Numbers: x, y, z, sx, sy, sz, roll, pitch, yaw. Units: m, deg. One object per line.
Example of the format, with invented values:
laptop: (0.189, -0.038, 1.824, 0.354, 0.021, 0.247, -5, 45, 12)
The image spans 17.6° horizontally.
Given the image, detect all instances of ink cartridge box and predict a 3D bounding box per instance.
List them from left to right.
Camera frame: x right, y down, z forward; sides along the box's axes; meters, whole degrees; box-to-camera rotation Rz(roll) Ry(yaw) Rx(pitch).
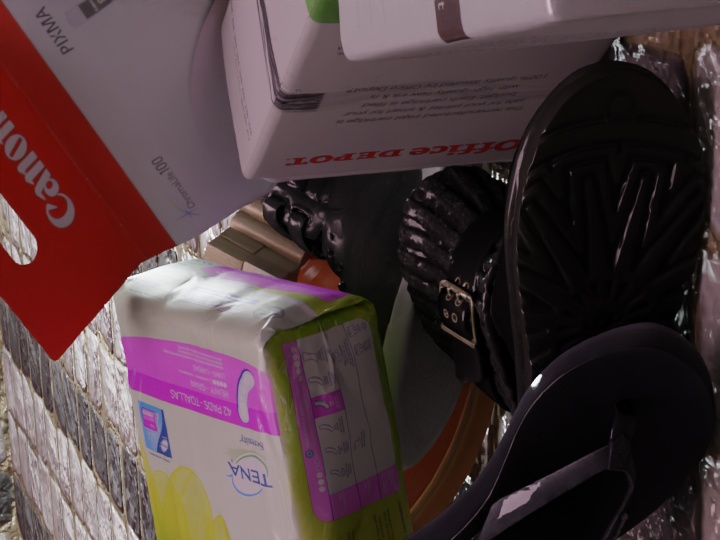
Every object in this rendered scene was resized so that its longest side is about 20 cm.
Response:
ink cartridge box: (-0.105, -0.079, 1.062, 0.057, 0.200, 0.163, 9, 144, 43)
ink cartridge box: (0.030, -0.119, 0.983, 0.200, 0.145, 0.084, 121, 141, -64)

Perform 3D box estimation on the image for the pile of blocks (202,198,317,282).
pile of blocks: (-0.014, -0.049, 1.237, 0.201, 0.062, 0.082, -61, -18, -3)

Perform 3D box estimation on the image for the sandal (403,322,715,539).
sandal: (0.074, 0.103, 0.941, 0.200, 0.076, 0.043, -50, 23, 26)

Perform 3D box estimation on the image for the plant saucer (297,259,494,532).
plant saucer: (0.000, 0.068, 1.206, 0.200, 0.032, 0.201, -28, 49, 38)

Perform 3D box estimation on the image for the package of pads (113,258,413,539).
package of pads: (-0.040, 0.102, 1.093, 0.154, 0.068, 0.201, 12, 116, 55)

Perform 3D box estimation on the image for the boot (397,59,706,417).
boot: (0.074, -0.016, 0.989, 0.158, 0.079, 0.212, -120, 28, -54)

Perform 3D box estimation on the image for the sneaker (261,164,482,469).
sneaker: (0.000, 0.000, 1.132, 0.071, 0.099, 0.201, 38, -125, -58)

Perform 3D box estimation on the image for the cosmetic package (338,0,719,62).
cosmetic package: (0.090, -0.157, 0.726, 0.200, 0.164, 0.166, -175, 78, -73)
